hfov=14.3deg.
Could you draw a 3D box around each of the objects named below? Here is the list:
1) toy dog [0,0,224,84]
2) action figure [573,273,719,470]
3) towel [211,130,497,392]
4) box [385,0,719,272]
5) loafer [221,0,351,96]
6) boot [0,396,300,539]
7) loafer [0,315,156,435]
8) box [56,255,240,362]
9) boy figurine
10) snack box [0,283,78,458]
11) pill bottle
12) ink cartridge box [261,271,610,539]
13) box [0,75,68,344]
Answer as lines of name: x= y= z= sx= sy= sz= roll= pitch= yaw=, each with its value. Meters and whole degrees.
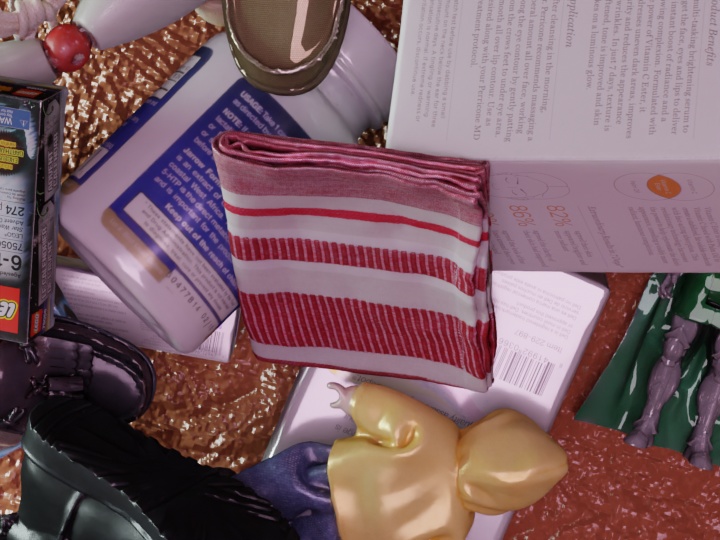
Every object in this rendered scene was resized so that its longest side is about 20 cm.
toy dog: x=-0.149 y=-0.167 z=1.613 sx=0.199 sy=0.097 sz=0.132 roll=-19 pitch=143 yaw=-23
action figure: x=0.208 y=0.012 z=1.667 sx=0.117 sy=0.055 sz=0.201 roll=16 pitch=97 yaw=1
towel: x=0.000 y=0.000 z=1.528 sx=0.143 sy=0.023 sz=0.201 roll=7 pitch=146 yaw=9
box: x=0.131 y=-0.075 z=1.517 sx=0.199 sy=0.152 sz=0.107 roll=0 pitch=68 yaw=17
loafer: x=-0.041 y=-0.195 z=1.538 sx=0.075 sy=0.067 sz=0.202 roll=1 pitch=87 yaw=7
boot: x=-0.126 y=0.177 z=1.583 sx=0.198 sy=0.073 sz=0.163 roll=30 pitch=124 yaw=21
loafer: x=-0.214 y=0.058 z=1.599 sx=0.199 sy=0.063 sz=0.072 roll=11 pitch=104 yaw=-1
box: x=-0.168 y=0.015 z=1.680 sx=0.198 sy=0.039 sz=0.042 roll=10 pitch=100 yaw=-1
boy figurine: x=0.015 y=0.116 z=1.597 sx=0.199 sy=0.064 sz=0.125 roll=-16 pitch=100 yaw=5
snack box: x=-0.239 y=0.011 z=1.641 sx=0.116 sy=0.037 sz=0.201 roll=-28 pitch=100 yaw=7
pill bottle: x=-0.068 y=-0.063 z=1.611 sx=0.200 sy=0.120 sz=0.120 roll=-45 pitch=97 yaw=-7
ink cartridge box: x=0.039 y=0.066 z=1.661 sx=0.144 sy=0.088 sz=0.201 roll=22 pitch=99 yaw=-2
box: x=-0.260 y=-0.046 z=1.567 sx=0.199 sy=0.040 sz=0.138 roll=10 pitch=109 yaw=16
